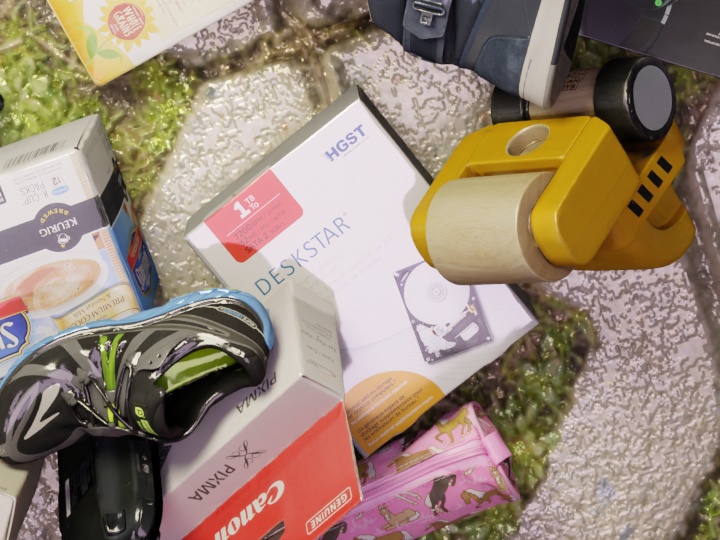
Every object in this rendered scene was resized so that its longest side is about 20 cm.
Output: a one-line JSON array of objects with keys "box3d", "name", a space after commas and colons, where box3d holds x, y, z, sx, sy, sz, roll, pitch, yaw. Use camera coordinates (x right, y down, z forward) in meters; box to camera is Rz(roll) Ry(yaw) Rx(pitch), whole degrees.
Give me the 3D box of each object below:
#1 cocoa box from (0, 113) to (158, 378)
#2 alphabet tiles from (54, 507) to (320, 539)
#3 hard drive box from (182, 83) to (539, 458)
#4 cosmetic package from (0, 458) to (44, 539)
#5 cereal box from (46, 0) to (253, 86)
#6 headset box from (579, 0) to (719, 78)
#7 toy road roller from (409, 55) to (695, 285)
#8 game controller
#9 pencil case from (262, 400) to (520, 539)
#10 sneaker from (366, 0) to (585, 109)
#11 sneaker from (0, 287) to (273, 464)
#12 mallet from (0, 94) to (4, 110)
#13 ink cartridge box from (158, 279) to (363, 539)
[{"box3d": [-0.250, -0.003, 1.548, 0.199, 0.133, 0.132, -19, 103, 3], "name": "cocoa box"}, {"box3d": [-0.111, 0.160, 1.597, 0.200, 0.006, 0.167, -29, 60, 6], "name": "alphabet tiles"}, {"box3d": [0.000, 0.000, 1.583, 0.156, 0.077, 0.200, -39, 100, 7], "name": "hard drive box"}, {"box3d": [-0.271, 0.138, 1.545, 0.103, 0.200, 0.073, 15, 103, -5], "name": "cosmetic package"}, {"box3d": [-0.125, -0.233, 1.547, 0.200, 0.040, 0.144, -28, 99, 5], "name": "cereal box"}, {"box3d": [0.208, -0.233, 1.505, 0.174, 0.093, 0.200, 15, 117, -4], "name": "headset box"}, {"box3d": [0.143, -0.040, 1.524, 0.123, 0.200, 0.146, -2, 130, 43], "name": "toy road roller"}, {"box3d": [-0.171, 0.134, 1.548, 0.042, 0.200, 0.104, 17, 124, -22], "name": "game controller"}, {"box3d": [0.014, 0.162, 1.610, 0.200, 0.087, 0.083, -25, 118, 5], "name": "pencil case"}, {"box3d": [0.079, -0.215, 1.445, 0.146, 0.077, 0.203, 22, 119, 14], "name": "sneaker"}, {"box3d": [-0.149, 0.074, 1.469, 0.199, 0.083, 0.071, -21, 127, 7], "name": "sneaker"}, {"box3d": [-0.338, -0.151, 1.568, 0.200, 0.041, 0.066, 37, 102, -3], "name": "mallet"}, {"box3d": [-0.087, 0.130, 1.501, 0.045, 0.176, 0.200, 30, 121, -31], "name": "ink cartridge box"}]
